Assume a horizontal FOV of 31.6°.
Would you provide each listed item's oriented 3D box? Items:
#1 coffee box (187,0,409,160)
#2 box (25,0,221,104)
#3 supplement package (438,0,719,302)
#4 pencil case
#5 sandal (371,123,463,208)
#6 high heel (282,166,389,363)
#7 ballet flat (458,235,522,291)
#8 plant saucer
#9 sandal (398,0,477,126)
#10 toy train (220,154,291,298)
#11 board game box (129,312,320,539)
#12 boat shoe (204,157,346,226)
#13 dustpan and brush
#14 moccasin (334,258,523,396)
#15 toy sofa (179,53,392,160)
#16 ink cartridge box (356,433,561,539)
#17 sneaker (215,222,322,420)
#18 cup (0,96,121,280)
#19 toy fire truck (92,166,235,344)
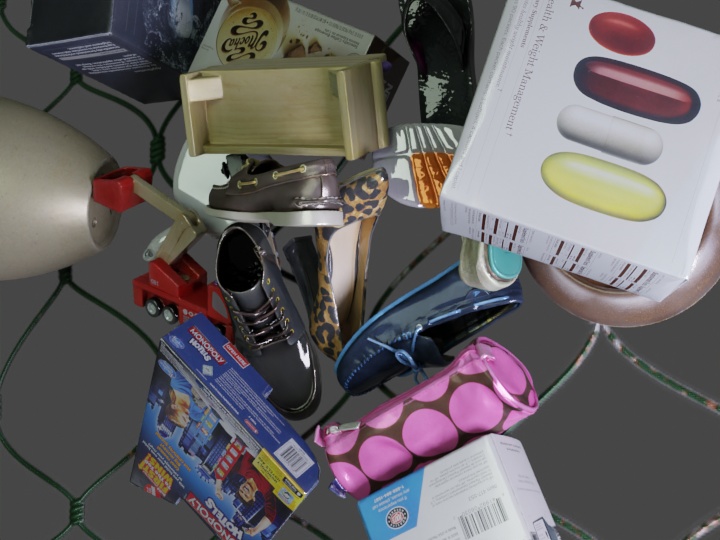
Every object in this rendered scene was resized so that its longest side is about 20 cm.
[{"bbox_3d":[-0.065,-0.207,1.300,0.199,0.080,0.114,29,94,31],"label":"coffee box"},{"bbox_3d":[-0.236,-0.303,1.344,0.116,0.199,0.200,-2,79,28],"label":"box"},{"bbox_3d":[0.186,-0.102,1.023,0.198,0.147,0.194,18,84,7],"label":"supplement package"},{"bbox_3d":[0.058,0.133,1.147,0.199,0.094,0.091,-33,22,20],"label":"pencil case"},{"bbox_3d":[0.113,-0.095,1.199,0.204,0.059,0.080,1,86,7],"label":"sandal"},{"bbox_3d":[0.000,0.000,1.190,0.200,0.071,0.144,-45,64,53],"label":"high heel"},{"bbox_3d":[0.115,-0.082,1.134,0.062,0.067,0.203,-9,70,57],"label":"ballet flat"},{"bbox_3d":[0.231,-0.053,1.117,0.197,0.032,0.203,-3,79,17],"label":"plant saucer"},{"bbox_3d":[0.076,-0.223,1.245,0.075,0.048,0.203,-18,72,24],"label":"sandal"},{"bbox_3d":[-0.100,-0.020,1.277,0.034,0.046,0.203,-14,92,7],"label":"toy train"},{"bbox_3d":[-0.143,0.180,1.243,0.200,0.062,0.200,46,134,10],"label":"board game box"},{"bbox_3d":[-0.082,-0.073,1.167,0.199,0.071,0.060,7,98,56],"label":"boat shoe"},{"bbox_3d":[-0.167,-0.070,1.343,0.199,0.057,0.140,-38,85,15],"label":"dustpan and brush"},{"bbox_3d":[0.061,0.058,1.175,0.199,0.080,0.069,-40,58,17],"label":"moccasin"},{"bbox_3d":[-0.066,-0.155,1.208,0.198,0.097,0.084,4,108,30],"label":"toy sofa"},{"bbox_3d":[0.103,0.266,1.106,0.145,0.086,0.202,-30,68,20],"label":"ink cartridge box"},{"bbox_3d":[-0.094,0.053,1.201,0.074,0.106,0.202,-22,92,1],"label":"sneaker"},{"bbox_3d":[-0.341,-0.081,1.378,0.141,0.200,0.203,7,82,9],"label":"cup"},{"bbox_3d":[-0.188,-0.018,1.308,0.198,0.049,0.143,20,121,31],"label":"toy fire truck"}]
